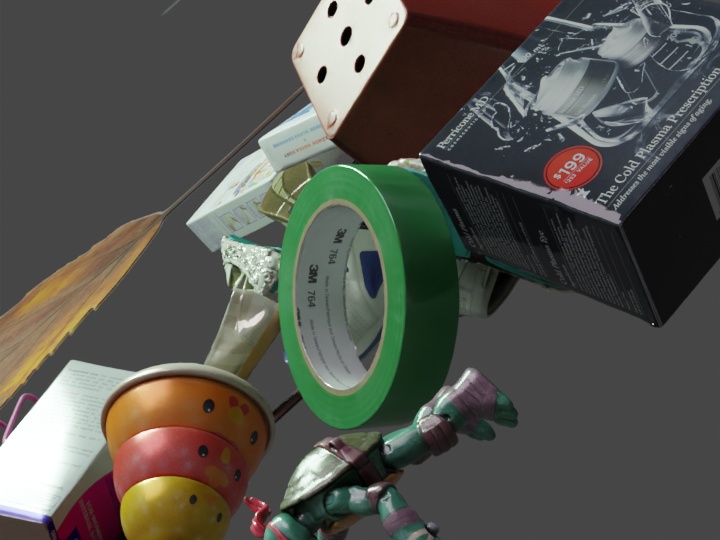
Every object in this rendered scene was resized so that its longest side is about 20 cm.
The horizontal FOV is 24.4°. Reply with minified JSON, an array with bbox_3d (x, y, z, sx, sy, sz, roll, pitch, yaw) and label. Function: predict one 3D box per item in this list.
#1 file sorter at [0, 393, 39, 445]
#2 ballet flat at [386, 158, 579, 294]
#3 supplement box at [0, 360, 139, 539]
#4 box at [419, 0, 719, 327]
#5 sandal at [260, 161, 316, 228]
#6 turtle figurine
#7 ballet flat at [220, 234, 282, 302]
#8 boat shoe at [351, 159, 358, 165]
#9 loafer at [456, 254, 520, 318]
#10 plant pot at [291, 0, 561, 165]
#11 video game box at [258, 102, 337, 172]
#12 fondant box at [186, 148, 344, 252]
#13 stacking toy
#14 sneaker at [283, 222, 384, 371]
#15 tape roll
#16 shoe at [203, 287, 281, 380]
[{"bbox_3d":[-0.374,0.240,1.679,0.200,0.125,0.139,-38,16,14],"label":"file sorter"},{"bbox_3d":[0.105,-0.037,1.263,0.200,0.076,0.064,28,39,31],"label":"ballet flat"},{"bbox_3d":[-0.266,0.188,1.538,0.103,0.101,0.200,7,41,23],"label":"supplement box"},{"bbox_3d":[0.179,-0.088,1.140,0.182,0.104,0.200,22,62,44],"label":"box"},{"bbox_3d":[-0.057,-0.073,1.922,0.080,0.054,0.200,-49,30,-5],"label":"sandal"},{"bbox_3d":[0.007,0.147,1.071,0.200,0.101,0.150,-40,14,-18],"label":"turtle figurine"},{"bbox_3d":[-0.120,-0.001,1.845,0.072,0.072,0.200,-44,15,-9],"label":"ballet flat"},{"bbox_3d":[0.035,-0.140,1.753,0.084,0.069,0.200,-11,20,37],"label":"boat shoe"},{"bbox_3d":[0.134,-0.036,1.330,0.070,0.070,0.200,27,66,35],"label":"loafer"},{"bbox_3d":[0.057,-0.179,1.448,0.200,0.176,0.200,-57,36,29],"label":"plant pot"},{"bbox_3d":[0.017,-0.183,1.714,0.182,0.047,0.200,-16,19,46],"label":"video game box"},{"bbox_3d":[-0.119,-0.112,2.156,0.200,0.058,0.144,-25,23,50],"label":"fondant box"},{"bbox_3d":[-0.144,0.188,1.334,0.146,0.146,0.200,-33,37,29],"label":"stacking toy"},{"bbox_3d":[0.001,0.000,1.444,0.199,0.115,0.081,-36,15,19],"label":"sneaker"},{"bbox_3d":[0.002,0.020,1.266,0.048,0.200,0.200,-2,-6,-29],"label":"tape roll"},{"bbox_3d":[-0.134,0.103,1.508,0.200,0.053,0.070,-59,12,16],"label":"shoe"}]
